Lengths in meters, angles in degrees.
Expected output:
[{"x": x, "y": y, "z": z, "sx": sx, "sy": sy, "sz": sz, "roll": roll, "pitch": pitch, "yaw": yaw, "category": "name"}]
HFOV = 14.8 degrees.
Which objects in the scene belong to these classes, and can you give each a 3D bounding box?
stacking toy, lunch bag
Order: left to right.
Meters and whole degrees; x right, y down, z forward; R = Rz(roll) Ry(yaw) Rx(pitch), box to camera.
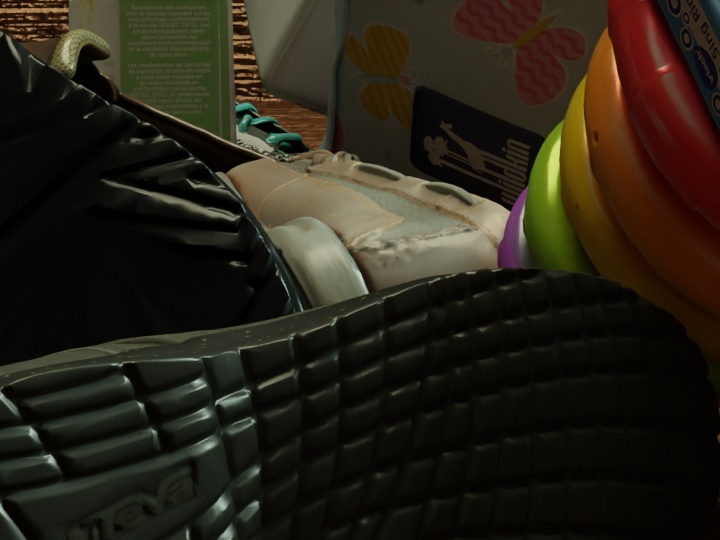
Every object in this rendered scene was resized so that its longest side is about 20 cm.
[{"x": 0.089, "y": -0.059, "z": 0.880, "sx": 0.200, "sy": 0.170, "sz": 0.127, "roll": 3, "pitch": 44, "yaw": -6, "category": "lunch bag"}, {"x": 0.075, "y": -0.008, "z": 0.642, "sx": 0.110, "sy": 0.116, "sz": 0.200, "roll": -9, "pitch": -24, "yaw": -32, "category": "stacking toy"}]

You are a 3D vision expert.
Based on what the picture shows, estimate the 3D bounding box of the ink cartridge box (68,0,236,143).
[{"x": -0.077, "y": -0.130, "z": 1.016, "sx": 0.048, "sy": 0.200, "sz": 0.146, "roll": -2, "pitch": 6, "yaw": -13, "category": "ink cartridge box"}]

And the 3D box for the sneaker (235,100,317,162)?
[{"x": -0.071, "y": -0.051, "z": 1.189, "sx": 0.200, "sy": 0.091, "sz": 0.078, "roll": -4, "pitch": 3, "yaw": 20, "category": "sneaker"}]

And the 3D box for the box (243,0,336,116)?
[{"x": 0.063, "y": -0.140, "z": 1.022, "sx": 0.200, "sy": 0.131, "sz": 0.199, "roll": 18, "pitch": 35, "yaw": -25, "category": "box"}]

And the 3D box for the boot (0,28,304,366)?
[{"x": -0.070, "y": 0.002, "z": 0.755, "sx": 0.198, "sy": 0.073, "sz": 0.162, "roll": 42, "pitch": -4, "yaw": 22, "category": "boot"}]

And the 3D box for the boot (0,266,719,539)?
[{"x": -0.034, "y": 0.035, "z": 0.580, "sx": 0.200, "sy": 0.068, "sz": 0.131, "roll": -3, "pitch": 1, "yaw": -34, "category": "boot"}]

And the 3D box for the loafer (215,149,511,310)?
[{"x": 0.000, "y": 0.000, "z": 0.790, "sx": 0.063, "sy": 0.072, "sz": 0.200, "roll": -23, "pitch": 10, "yaw": -8, "category": "loafer"}]

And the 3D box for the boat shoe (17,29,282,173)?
[{"x": -0.106, "y": -0.051, "z": 0.914, "sx": 0.202, "sy": 0.075, "sz": 0.075, "roll": 27, "pitch": 29, "yaw": -1, "category": "boat shoe"}]
